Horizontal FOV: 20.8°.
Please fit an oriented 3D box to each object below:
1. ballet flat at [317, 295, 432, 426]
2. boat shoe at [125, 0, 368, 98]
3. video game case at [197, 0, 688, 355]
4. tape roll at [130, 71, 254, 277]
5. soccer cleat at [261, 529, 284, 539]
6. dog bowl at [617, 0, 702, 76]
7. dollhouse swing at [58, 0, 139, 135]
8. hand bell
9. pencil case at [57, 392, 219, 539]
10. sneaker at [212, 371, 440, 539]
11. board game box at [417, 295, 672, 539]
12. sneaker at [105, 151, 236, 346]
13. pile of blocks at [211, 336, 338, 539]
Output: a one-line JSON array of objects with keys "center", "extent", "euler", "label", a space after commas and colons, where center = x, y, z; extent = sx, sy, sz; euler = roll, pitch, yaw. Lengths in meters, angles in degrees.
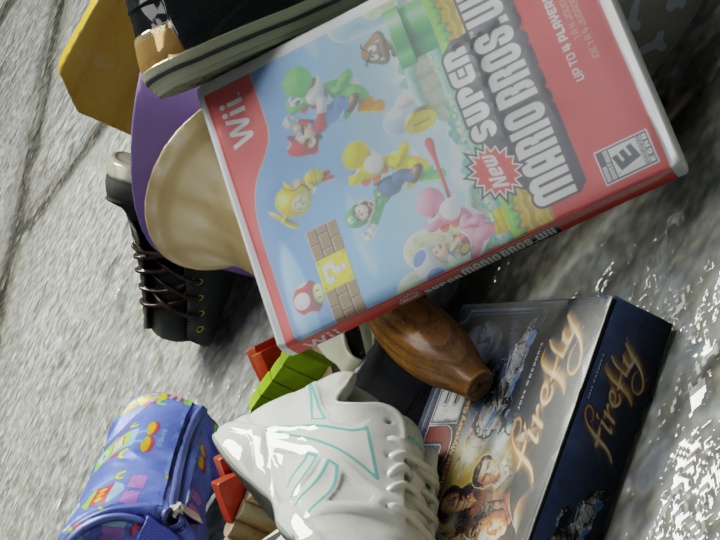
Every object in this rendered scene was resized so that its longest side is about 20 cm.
[{"center": [0.000, 0.000, 1.029], "extent": [0.073, 0.073, 0.200], "euler": [-48, 34, 33], "label": "ballet flat"}, {"center": [-0.030, -0.147, 0.968], "extent": [0.200, 0.062, 0.075], "euler": [-27, 2, -29], "label": "boat shoe"}, {"center": [0.032, -0.065, 0.893], "extent": [0.200, 0.017, 0.143], "euler": [-25, 66, 15], "label": "video game case"}, {"center": [-0.049, -0.096, 1.113], "extent": [0.200, 0.085, 0.200], "euler": [15, -90, -73], "label": "tape roll"}, {"center": [-0.055, 0.179, 0.931], "extent": [0.200, 0.069, 0.085], "euler": [-47, 9, -32], "label": "soccer cleat"}, {"center": [0.097, -0.147, 0.987], "extent": [0.200, 0.059, 0.200], "euler": [-37, 36, 33], "label": "dog bowl"}, {"center": [-0.080, -0.192, 1.276], "extent": [0.176, 0.200, 0.182], "euler": [-49, 26, 43], "label": "dollhouse swing"}, {"center": [-0.006, 0.003, 0.934], "extent": [0.200, 0.104, 0.104], "euler": [40, 104, 38], "label": "hand bell"}, {"center": [-0.119, 0.134, 1.109], "extent": [0.087, 0.078, 0.200], "euler": [-45, 10, 13], "label": "pencil case"}, {"center": [0.001, 0.100, 0.861], "extent": [0.080, 0.070, 0.200], "euler": [-36, 33, -6], "label": "sneaker"}, {"center": [0.056, 0.110, 0.865], "extent": [0.135, 0.035, 0.200], "euler": [-7, 60, 64], "label": "board game box"}, {"center": [-0.116, -0.009, 1.248], "extent": [0.200, 0.075, 0.106], "euler": [27, -100, -72], "label": "sneaker"}, {"center": [-0.043, 0.097, 1.061], "extent": [0.082, 0.062, 0.200], "euler": [-42, 31, 43], "label": "pile of blocks"}]
